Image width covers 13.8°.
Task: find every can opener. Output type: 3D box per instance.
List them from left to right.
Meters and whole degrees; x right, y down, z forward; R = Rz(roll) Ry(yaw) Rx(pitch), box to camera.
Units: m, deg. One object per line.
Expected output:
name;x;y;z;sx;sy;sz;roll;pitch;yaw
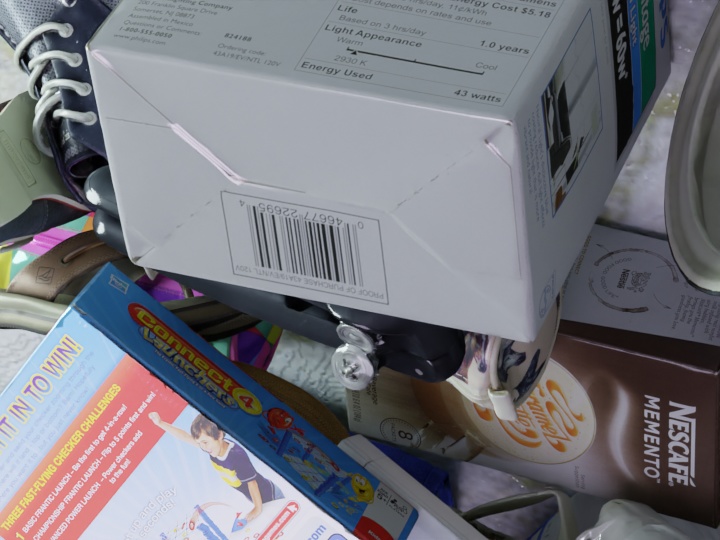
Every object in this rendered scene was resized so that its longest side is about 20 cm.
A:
can opener;-0.038;0.000;1.354;0.199;0.079;0.064;16;138;23

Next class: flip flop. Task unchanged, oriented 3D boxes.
flip flop;-0.141;0.006;1.503;0.199;0.081;0.058;4;87;23

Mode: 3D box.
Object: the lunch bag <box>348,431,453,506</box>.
lunch bag;-0.042;0.163;1.657;0.169;0.127;0.201;20;123;16

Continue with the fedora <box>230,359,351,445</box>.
fedora;-0.082;0.119;1.547;0.200;0.082;0.201;-1;117;-3

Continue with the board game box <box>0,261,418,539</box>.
board game box;-0.108;0.133;1.457;0.196;0.056;0.200;39;117;-2

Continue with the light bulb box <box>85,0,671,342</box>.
light bulb box;0.016;-0.094;1.310;0.197;0.200;0.125;12;134;20

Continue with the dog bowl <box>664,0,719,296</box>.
dog bowl;0.208;-0.072;1.234;0.074;0.201;0.200;21;141;-19

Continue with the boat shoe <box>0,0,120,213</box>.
boat shoe;-0.141;-0.100;1.477;0.200;0.093;0.075;38;138;-7

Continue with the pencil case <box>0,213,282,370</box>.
pencil case;-0.136;0.001;1.575;0.199;0.089;0.089;13;135;15

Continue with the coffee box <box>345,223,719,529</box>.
coffee box;0.095;0.039;1.480;0.199;0.080;0.115;13;137;19

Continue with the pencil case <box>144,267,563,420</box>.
pencil case;0.000;0.000;1.405;0.199;0.090;0.078;22;165;19

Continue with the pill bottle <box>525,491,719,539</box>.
pill bottle;0.110;0.201;1.602;0.112;0.112;0.200;36;138;-5

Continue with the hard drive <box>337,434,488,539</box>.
hard drive;0.038;0.193;1.461;0.200;0.027;0.132;38;114;23

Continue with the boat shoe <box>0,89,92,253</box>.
boat shoe;-0.181;-0.041;1.485;0.062;0.200;0.071;-33;90;22

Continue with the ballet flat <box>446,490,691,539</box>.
ballet flat;0.108;0.141;1.467;0.199;0.070;0.070;-1;129;34
